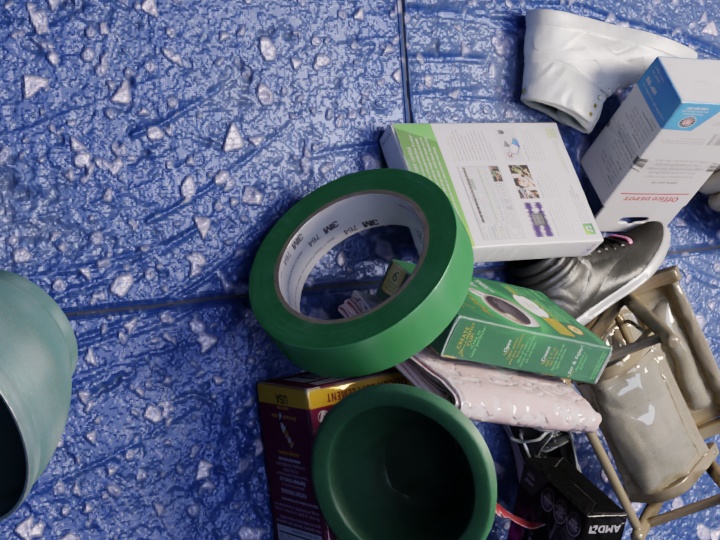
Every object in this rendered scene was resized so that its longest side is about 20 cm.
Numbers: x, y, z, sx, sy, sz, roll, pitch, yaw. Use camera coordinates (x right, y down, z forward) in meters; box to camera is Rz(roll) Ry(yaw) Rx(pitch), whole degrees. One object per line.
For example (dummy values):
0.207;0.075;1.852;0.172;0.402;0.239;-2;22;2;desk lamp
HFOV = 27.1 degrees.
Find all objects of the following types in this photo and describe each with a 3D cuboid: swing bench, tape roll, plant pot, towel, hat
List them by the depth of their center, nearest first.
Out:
-0.306;0.081;1.170;0.200;0.200;0.134;60;37;-16;plant pot
0.000;0.000;1.326;0.201;0.200;0.048;-52;138;-20;tape roll
0.063;0.167;1.335;0.176;0.165;0.200;-40;129;-64;hat
0.103;0.084;1.381;0.200;0.191;0.032;10;114;-43;towel
0.302;0.133;1.529;0.199;0.130;0.200;63;20;-13;swing bench

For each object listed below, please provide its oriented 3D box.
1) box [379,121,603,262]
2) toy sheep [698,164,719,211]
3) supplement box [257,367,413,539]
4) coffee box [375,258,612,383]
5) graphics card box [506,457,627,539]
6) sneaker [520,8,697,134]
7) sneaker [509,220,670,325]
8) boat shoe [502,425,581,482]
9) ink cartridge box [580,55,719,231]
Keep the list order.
0.128;-0.078;1.460;0.200;0.036;0.145;-2;62;-30;box
0.423;-0.123;1.617;0.138;0.138;0.200;-28;88;-27;toy sheep
-0.007;0.191;1.378;0.131;0.103;0.200;-11;96;-31;supplement box
0.124;0.048;1.387;0.200;0.123;0.044;12;110;-38;coffee box
0.187;0.296;1.444;0.051;0.125;0.200;4;109;-24;graphics card box
0.254;-0.196;1.553;0.200;0.074;0.116;8;87;-20;sneaker
0.236;-0.018;1.537;0.200;0.071;0.099;-36;112;-21;sneaker
0.183;0.163;1.508;0.074;0.068;0.200;-15;98;-29;boat shoe
0.311;-0.127;1.547;0.116;0.200;0.067;-1;53;-30;ink cartridge box
